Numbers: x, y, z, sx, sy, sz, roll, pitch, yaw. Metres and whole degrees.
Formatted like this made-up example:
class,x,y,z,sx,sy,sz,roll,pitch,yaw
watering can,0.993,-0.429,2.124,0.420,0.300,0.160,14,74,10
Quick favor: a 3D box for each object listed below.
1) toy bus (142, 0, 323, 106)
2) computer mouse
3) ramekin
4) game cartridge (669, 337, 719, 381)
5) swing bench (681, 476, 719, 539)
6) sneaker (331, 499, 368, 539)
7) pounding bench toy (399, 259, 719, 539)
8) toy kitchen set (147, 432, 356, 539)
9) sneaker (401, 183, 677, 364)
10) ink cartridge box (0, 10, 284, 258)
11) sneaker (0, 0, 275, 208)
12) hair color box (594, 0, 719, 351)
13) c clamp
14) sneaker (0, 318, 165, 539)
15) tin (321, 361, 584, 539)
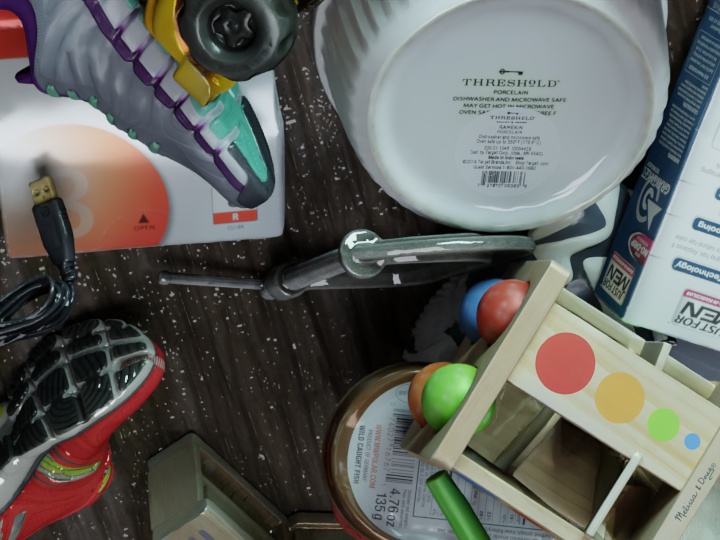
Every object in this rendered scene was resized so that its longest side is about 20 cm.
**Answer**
class,x,y,z,sx,sy,sz,roll,pitch,yaw
toy bus,-0.076,-0.214,1.447,0.192,0.136,0.200,36,118,-6
computer mouse,-0.237,-0.040,1.538,0.140,0.200,0.046,-21,169,-11
ramekin,0.077,-0.115,1.552,0.200,0.105,0.200,-4,127,-5
game cartridge,0.263,0.111,1.734,0.040,0.133,0.200,-42,128,-15
swing bench,0.167,0.237,1.748,0.200,0.199,0.130,-32,126,34
sneaker,0.079,0.119,1.692,0.200,0.082,0.078,-16,90,-9
pounding bench toy,0.092,0.111,1.553,0.156,0.124,0.200,32,85,-6
toy kitchen set,0.006,0.170,1.722,0.200,0.163,0.180,-33,124,17
sneaker,0.119,0.035,1.685,0.130,0.080,0.199,30,108,-17
ink cartridge box,-0.125,-0.101,1.571,0.162,0.050,0.200,-5,131,-4
sneaker,-0.130,-0.104,1.527,0.088,0.074,0.200,-33,101,18
hair color box,0.217,-0.056,1.600,0.100,0.061,0.200,18,101,-18
c clamp,0.000,0.000,1.611,0.171,0.027,0.200,1,172,-26
sneaker,-0.178,0.102,1.715,0.085,0.077,0.200,24,128,-36
tin,0.078,0.115,1.632,0.200,0.042,0.112,7,92,-8
